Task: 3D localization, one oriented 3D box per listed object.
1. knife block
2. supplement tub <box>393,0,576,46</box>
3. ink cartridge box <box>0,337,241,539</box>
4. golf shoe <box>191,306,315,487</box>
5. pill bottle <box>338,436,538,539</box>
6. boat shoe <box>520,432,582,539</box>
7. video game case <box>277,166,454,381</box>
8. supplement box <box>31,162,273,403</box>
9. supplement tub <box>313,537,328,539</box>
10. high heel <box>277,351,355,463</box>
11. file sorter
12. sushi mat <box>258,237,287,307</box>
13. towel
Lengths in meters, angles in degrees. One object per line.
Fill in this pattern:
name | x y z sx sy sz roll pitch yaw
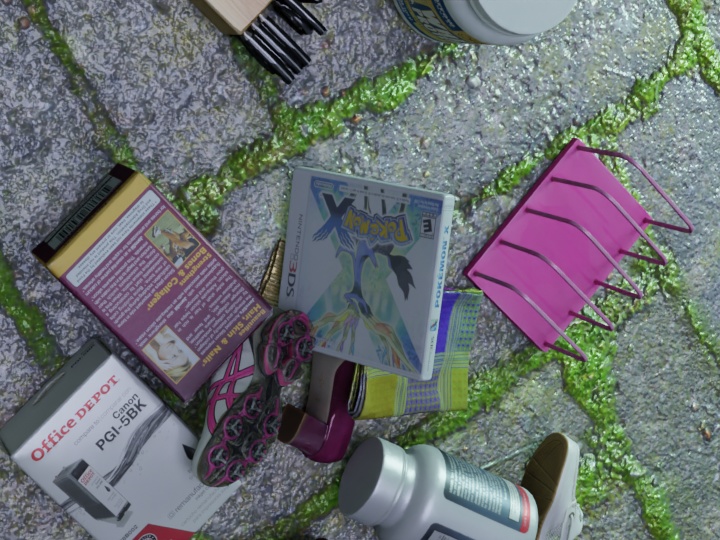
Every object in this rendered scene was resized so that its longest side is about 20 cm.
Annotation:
knife block | -0.135 -0.270 1.549 0.198 0.064 0.178 -5 100 -21
supplement tub | 0.125 -0.301 1.572 0.143 0.200 0.146 -3 100 -20
ink cartridge box | -0.242 0.191 1.571 0.147 0.083 0.200 -46 112 -8
golf shoe | -0.121 0.128 1.575 0.073 0.091 0.201 49 58 -39
pill bottle | 0.082 0.257 1.689 0.199 0.119 0.121 27 88 -23
boat shoe | 0.219 0.281 1.777 0.069 0.071 0.202 9 103 -23
video game case | 0.000 0.000 1.568 0.022 0.199 0.184 -2 102 -51
supplement box | -0.206 0.011 1.546 0.131 0.103 0.200 -45 110 -9
supplement tub | -0.112 0.357 1.637 0.198 0.107 0.108 -14 103 -18
high heel | -0.012 0.109 1.662 0.096 0.067 0.201 29 95 -48
file sorter | 0.243 -0.019 1.704 0.139 0.125 0.200 43 82 -22
sushi mat | -0.018 0.044 1.673 0.199 0.012 0.097 23 90 -23
towel | 0.061 0.087 1.659 0.199 0.023 0.145 4 98 -50
